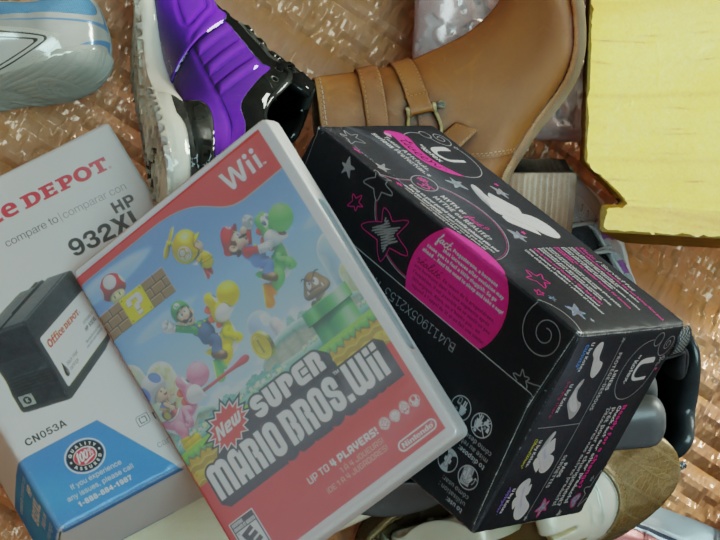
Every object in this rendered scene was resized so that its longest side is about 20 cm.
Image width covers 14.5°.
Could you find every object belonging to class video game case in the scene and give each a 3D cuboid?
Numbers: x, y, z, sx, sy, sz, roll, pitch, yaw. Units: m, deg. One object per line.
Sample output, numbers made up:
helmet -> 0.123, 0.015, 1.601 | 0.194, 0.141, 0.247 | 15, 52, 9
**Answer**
video game case -> -0.050, 0.042, 1.494 | 0.143, 0.017, 0.201 | -37, 73, 18

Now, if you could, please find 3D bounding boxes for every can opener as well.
can opener -> 0.073, 0.099, 1.619 | 0.199, 0.053, 0.067 | -5, 126, -4

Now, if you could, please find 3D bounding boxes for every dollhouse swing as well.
dollhouse swing -> 0.211, -0.112, 1.707 | 0.180, 0.176, 0.201 | 3, 87, -5

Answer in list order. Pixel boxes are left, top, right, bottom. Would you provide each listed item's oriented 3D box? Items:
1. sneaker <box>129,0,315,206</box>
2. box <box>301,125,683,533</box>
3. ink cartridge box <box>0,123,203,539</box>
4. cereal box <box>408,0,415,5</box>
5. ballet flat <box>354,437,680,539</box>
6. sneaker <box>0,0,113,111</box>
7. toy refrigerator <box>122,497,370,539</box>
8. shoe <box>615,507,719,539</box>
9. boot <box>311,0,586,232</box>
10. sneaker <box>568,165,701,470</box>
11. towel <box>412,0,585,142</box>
sneaker -> -0.077, -0.107, 1.609 | 0.099, 0.070, 0.201 | -3, 47, -10
box -> 0.050, 0.028, 1.527 | 0.114, 0.200, 0.133 | -3, 126, -52
ink cartridge box -> -0.155, 0.042, 1.578 | 0.145, 0.084, 0.201 | -27, 73, -17
cereal box -> 0.073, -0.257, 1.722 | 0.144, 0.039, 0.200 | 39, 77, -15
ballet flat -> 0.087, 0.142, 1.640 | 0.199, 0.072, 0.068 | -13, 94, 14
sneaker -> -0.241, -0.117, 1.611 | 0.199, 0.072, 0.073 | -13, 57, -11
toy refrigerator -> -0.059, 0.125, 1.652 | 0.199, 0.070, 0.076 | -24, 98, -15
shoe -> 0.158, 0.185, 1.718 | 0.199, 0.071, 0.091 | 23, 82, -10
boot -> 0.048, -0.110, 1.633 | 0.154, 0.077, 0.201 | 2, 101, -7
sneaker -> 0.156, 0.027, 1.683 | 0.077, 0.140, 0.201 | -22, 95, -18
towel -> 0.120, -0.176, 1.704 | 0.190, 0.032, 0.201 | 1, 92, -24
